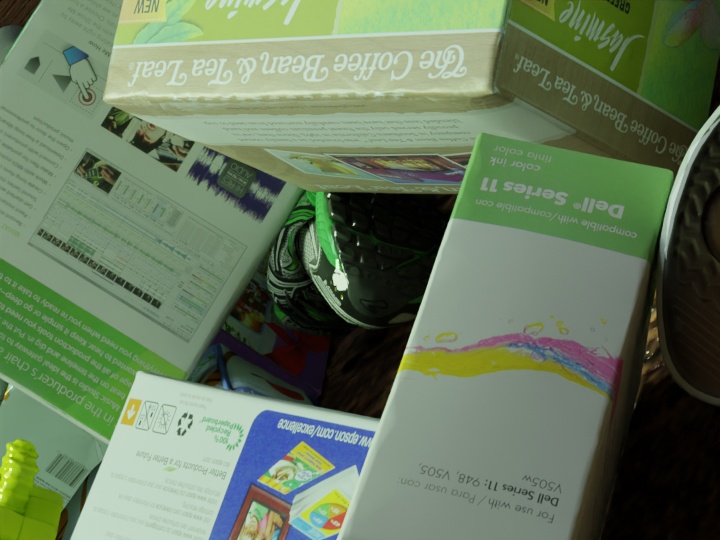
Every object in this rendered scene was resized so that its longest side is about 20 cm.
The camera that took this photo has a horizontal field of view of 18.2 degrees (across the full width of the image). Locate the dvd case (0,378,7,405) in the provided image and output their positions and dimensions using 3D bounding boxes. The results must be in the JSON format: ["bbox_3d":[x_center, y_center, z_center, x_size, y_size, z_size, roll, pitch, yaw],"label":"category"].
[{"bbox_3d":[-0.190,0.091,1.069,0.143,0.017,0.201,-177,107,-84],"label":"dvd case"}]

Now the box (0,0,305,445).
[{"bbox_3d":[-0.107,-0.037,0.990,0.200,0.144,0.036,-58,-1,-7],"label":"box"}]

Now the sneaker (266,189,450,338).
[{"bbox_3d":[0.000,0.000,1.025,0.085,0.078,0.200,-62,7,7],"label":"sneaker"}]

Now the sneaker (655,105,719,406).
[{"bbox_3d":[0.151,-0.046,0.707,0.201,0.073,0.085,-68,-17,-8],"label":"sneaker"}]

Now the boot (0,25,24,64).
[{"bbox_3d":[-0.129,-0.112,1.130,0.132,0.070,0.200,-50,29,10],"label":"boot"}]

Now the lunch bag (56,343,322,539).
[{"bbox_3d":[-0.087,0.139,0.992,0.200,0.075,0.160,-54,21,9],"label":"lunch bag"}]

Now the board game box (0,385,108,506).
[{"bbox_3d":[-0.143,0.040,1.279,0.103,0.105,0.200,-49,19,23],"label":"board game box"}]

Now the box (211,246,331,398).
[{"bbox_3d":[-0.073,-0.024,1.139,0.039,0.137,0.200,-45,19,31],"label":"box"}]

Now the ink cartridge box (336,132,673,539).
[{"bbox_3d":[0.039,0.072,0.684,0.117,0.067,0.200,90,-164,-51],"label":"ink cartridge box"}]

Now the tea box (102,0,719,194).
[{"bbox_3d":[0.030,-0.137,0.866,0.199,0.133,0.198,2,77,42],"label":"tea box"}]

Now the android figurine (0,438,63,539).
[{"bbox_3d":[-0.172,0.171,0.957,0.182,0.041,0.201,-148,77,-81],"label":"android figurine"}]

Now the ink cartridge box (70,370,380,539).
[{"bbox_3d":[-0.057,0.145,0.840,0.197,0.047,0.201,7,75,52],"label":"ink cartridge box"}]
